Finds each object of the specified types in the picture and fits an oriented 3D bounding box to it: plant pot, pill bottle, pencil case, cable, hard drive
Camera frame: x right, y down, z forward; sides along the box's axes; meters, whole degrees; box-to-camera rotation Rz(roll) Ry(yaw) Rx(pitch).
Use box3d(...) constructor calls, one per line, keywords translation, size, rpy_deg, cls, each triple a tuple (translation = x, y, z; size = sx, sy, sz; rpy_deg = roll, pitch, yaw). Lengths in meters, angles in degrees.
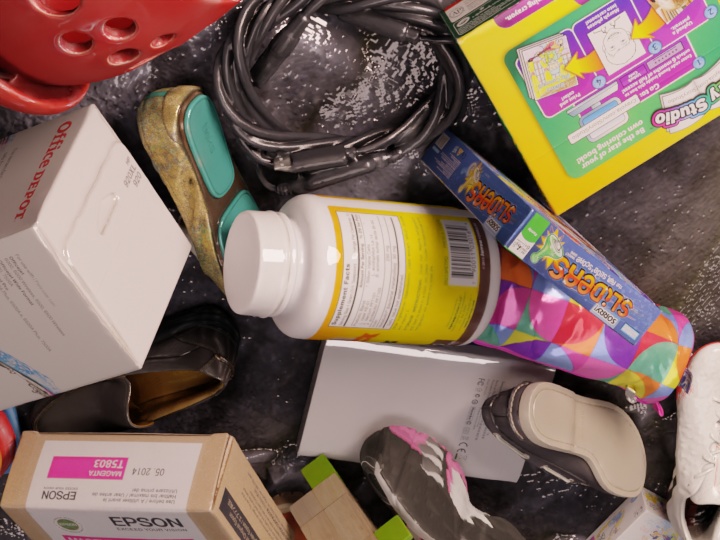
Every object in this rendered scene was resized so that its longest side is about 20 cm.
box3d(translation=(-0.196, -0.212, 1.176), size=(0.182, 0.201, 0.200), rpy_deg=(-35, 120, 24), cls="plant pot")
box3d(translation=(0.000, 0.000, 1.365), size=(0.198, 0.110, 0.110), rpy_deg=(4, 126, -25), cls="pill bottle")
box3d(translation=(0.177, 0.047, 1.451), size=(0.198, 0.089, 0.089), rpy_deg=(22, 121, -15), cls="pencil case")
box3d(translation=(-0.008, -0.148, 1.330), size=(0.198, 0.051, 0.164), rpy_deg=(-18, 117, 4), cls="cable")
box3d(translation=(0.055, 0.115, 1.526), size=(0.198, 0.025, 0.133), rpy_deg=(8, 124, -10), cls="hard drive")

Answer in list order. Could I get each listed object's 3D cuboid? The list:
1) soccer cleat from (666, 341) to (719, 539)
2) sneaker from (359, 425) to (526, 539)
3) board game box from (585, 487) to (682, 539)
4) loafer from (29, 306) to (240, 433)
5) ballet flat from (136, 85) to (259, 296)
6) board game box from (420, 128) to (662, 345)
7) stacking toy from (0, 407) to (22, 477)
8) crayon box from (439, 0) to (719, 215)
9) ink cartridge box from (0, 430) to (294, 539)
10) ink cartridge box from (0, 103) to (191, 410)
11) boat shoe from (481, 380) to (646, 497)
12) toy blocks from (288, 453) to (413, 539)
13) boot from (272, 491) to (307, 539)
box3d(translation=(0.302, 0.156, 1.532), size=(0.068, 0.085, 0.202), rpy_deg=(1, 122, -5), cls="soccer cleat")
box3d(translation=(0.057, 0.220, 1.544), size=(0.086, 0.081, 0.200), rpy_deg=(-18, 121, 42), cls="sneaker")
box3d(translation=(0.251, 0.302, 1.665), size=(0.134, 0.034, 0.200), rpy_deg=(28, 119, -21), cls="board game box")
box3d(translation=(-0.191, 0.099, 1.471), size=(0.199, 0.073, 0.073), rpy_deg=(-28, 124, 16), cls="loafer")
box3d(translation=(-0.121, -0.055, 1.377), size=(0.070, 0.071, 0.201), rpy_deg=(-15, 124, 7), cls="ballet flat")
box3d(translation=(0.130, -0.029, 1.324), size=(0.135, 0.200, 0.035), rpy_deg=(36, 98, -24), cls="board game box")
box3d(translation=(-0.339, 0.182, 1.441), size=(0.109, 0.201, 0.117), rpy_deg=(-8, 126, 2), cls="stacking toy")
box3d(translation=(0.185, -0.165, 1.301), size=(0.199, 0.058, 0.173), rpy_deg=(-31, 123, 5), cls="crayon box")
box3d(translation=(-0.176, 0.208, 1.492), size=(0.198, 0.076, 0.165), rpy_deg=(-1, 144, 22), cls="ink cartridge box")
box3d(translation=(-0.256, 0.000, 1.326), size=(0.198, 0.148, 0.145), rpy_deg=(-17, 125, 26), cls="ink cartridge box")
box3d(translation=(0.177, 0.144, 1.526), size=(0.062, 0.073, 0.199), rpy_deg=(-6, 154, 39), cls="boat shoe")
box3d(translation=(0.017, 0.269, 1.513), size=(0.100, 0.200, 0.137), rpy_deg=(-36, 137, -1), cls="toy blocks")
box3d(translation=(-0.065, 0.309, 1.604), size=(0.074, 0.108, 0.202), rpy_deg=(0, 126, 1), cls="boot")
